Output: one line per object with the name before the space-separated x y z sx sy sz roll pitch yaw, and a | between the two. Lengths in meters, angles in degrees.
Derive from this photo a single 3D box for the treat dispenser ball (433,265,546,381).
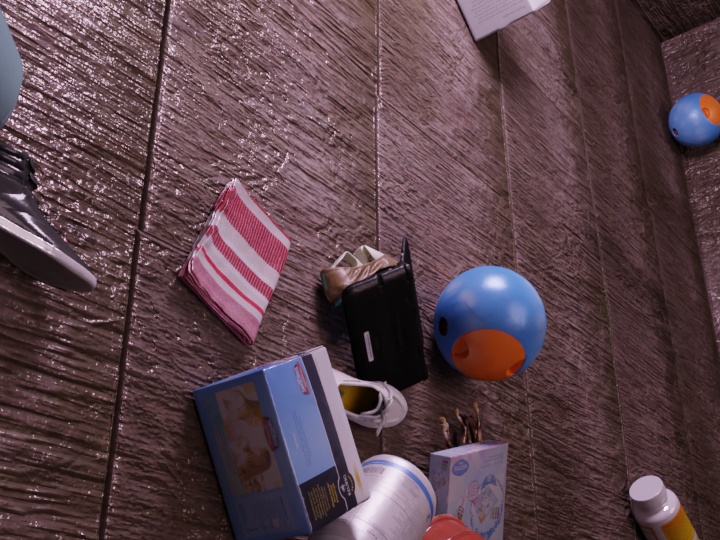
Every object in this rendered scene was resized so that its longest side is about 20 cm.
treat dispenser ball | 0.228 0.094 1.544 0.200 0.199 0.204 29 52 -44

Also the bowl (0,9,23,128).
bowl | -0.403 -0.185 0.830 0.105 0.198 0.204 54 33 -55

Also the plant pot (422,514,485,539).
plant pot | 0.173 0.474 1.233 0.199 0.194 0.204 -8 102 -45

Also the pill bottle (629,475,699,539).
pill bottle | 0.714 0.588 2.066 0.201 0.110 0.111 58 36 -18

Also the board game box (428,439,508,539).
board game box | 0.173 0.387 1.417 0.199 0.043 0.203 5 89 -54

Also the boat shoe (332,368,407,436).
boat shoe | 0.016 0.195 1.279 0.201 0.086 0.075 31 84 -42

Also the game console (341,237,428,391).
game console | 0.041 0.077 1.385 0.174 0.116 0.203 -21 115 -22

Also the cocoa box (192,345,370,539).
cocoa box | -0.098 0.216 1.087 0.131 0.132 0.203 -14 85 -55

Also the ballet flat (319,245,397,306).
ballet flat | 0.000 0.000 1.404 0.199 0.068 0.073 -21 75 -52

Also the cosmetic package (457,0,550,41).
cosmetic package | 0.326 -0.690 2.093 0.202 0.166 0.166 63 34 -12

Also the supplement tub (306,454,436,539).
supplement tub | 0.011 0.356 1.176 0.133 0.131 0.200 62 36 -12

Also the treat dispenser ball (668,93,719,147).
treat dispenser ball | 1.279 -0.572 3.332 0.200 0.199 0.204 29 52 -44

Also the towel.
towel | -0.164 -0.017 1.207 0.144 0.023 0.202 49 39 -30

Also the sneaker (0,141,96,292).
sneaker | -0.348 -0.062 0.924 0.200 0.070 0.100 40 49 -31

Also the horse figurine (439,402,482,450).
horse figurine | 0.172 0.306 1.492 0.199 0.049 0.135 -16 97 -60
